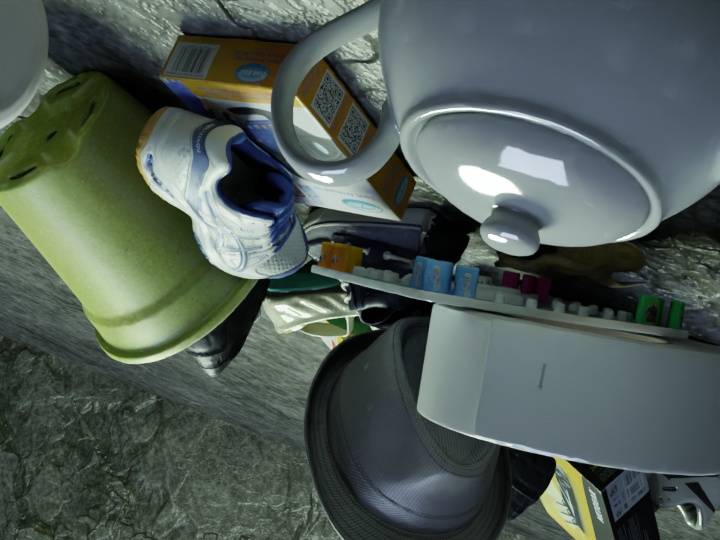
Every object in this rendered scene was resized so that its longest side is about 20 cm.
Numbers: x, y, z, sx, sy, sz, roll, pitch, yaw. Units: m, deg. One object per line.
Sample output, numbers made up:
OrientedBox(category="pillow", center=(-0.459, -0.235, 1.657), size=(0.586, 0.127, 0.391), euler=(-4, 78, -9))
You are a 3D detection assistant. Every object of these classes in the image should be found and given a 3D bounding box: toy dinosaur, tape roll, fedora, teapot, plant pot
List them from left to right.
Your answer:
OrientedBox(category="plant pot", center=(-0.201, -0.057, 0.882), size=(0.200, 0.201, 0.184), euler=(6, 146, 45))
OrientedBox(category="fedora", center=(0.052, 0.112, 0.782), size=(0.176, 0.201, 0.090), euler=(18, 136, -16))
OrientedBox(category="teapot", center=(0.083, -0.076, 0.474), size=(0.197, 0.147, 0.200), euler=(28, 164, -19))
OrientedBox(category="toy dinosaur", center=(0.151, -0.014, 0.739), size=(0.101, 0.058, 0.200), euler=(14, 162, 22))
OrientedBox(category="tape roll", center=(0.137, 0.069, 0.664), size=(0.201, 0.071, 0.202), euler=(10, -178, 0))

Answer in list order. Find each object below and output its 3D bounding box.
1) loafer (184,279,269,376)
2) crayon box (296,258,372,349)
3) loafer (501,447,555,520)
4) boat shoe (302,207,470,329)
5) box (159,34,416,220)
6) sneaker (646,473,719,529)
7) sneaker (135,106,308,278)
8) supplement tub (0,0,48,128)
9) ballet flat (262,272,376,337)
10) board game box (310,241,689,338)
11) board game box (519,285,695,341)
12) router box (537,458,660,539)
OrientedBox(category="loafer", center=(-0.121, 0.019, 0.985), size=(0.068, 0.201, 0.071), euler=(-3, 122, 13))
OrientedBox(category="crayon box", center=(0.010, 0.084, 1.094), size=(0.200, 0.051, 0.126), euler=(50, 169, 14))
OrientedBox(category="loafer", center=(0.102, 0.164, 0.937), size=(0.068, 0.071, 0.200), euler=(36, 176, -17))
OrientedBox(category="boat shoe", center=(0.000, 0.000, 0.915), size=(0.075, 0.093, 0.200), euler=(35, 159, -31))
OrientedBox(category="box", center=(-0.043, -0.094, 0.772), size=(0.119, 0.042, 0.200), euler=(12, 158, 33))
OrientedBox(category="sneaker", center=(0.269, 0.186, 1.017), size=(0.199, 0.089, 0.074), euler=(28, 166, -9))
OrientedBox(category="sneaker", center=(-0.082, -0.043, 0.786), size=(0.088, 0.076, 0.200), euler=(13, 162, 33))
OrientedBox(category="supplement tub", center=(-0.329, -0.166, 0.740), size=(0.199, 0.141, 0.140), euler=(9, 159, 37))
OrientedBox(category="ballet flat", center=(-0.001, 0.030, 1.000), size=(0.199, 0.067, 0.063), euler=(-4, 111, 29))
OrientedBox(category="board game box", center=(0.090, 0.011, 0.736), size=(0.199, 0.026, 0.200), euler=(9, -179, -23))
OrientedBox(category="board game box", center=(0.233, 0.092, 0.995), size=(0.199, 0.041, 0.200), euler=(18, 164, 14))
OrientedBox(category="router box", center=(0.203, 0.192, 0.997), size=(0.157, 0.052, 0.200), euler=(41, 164, 42))
